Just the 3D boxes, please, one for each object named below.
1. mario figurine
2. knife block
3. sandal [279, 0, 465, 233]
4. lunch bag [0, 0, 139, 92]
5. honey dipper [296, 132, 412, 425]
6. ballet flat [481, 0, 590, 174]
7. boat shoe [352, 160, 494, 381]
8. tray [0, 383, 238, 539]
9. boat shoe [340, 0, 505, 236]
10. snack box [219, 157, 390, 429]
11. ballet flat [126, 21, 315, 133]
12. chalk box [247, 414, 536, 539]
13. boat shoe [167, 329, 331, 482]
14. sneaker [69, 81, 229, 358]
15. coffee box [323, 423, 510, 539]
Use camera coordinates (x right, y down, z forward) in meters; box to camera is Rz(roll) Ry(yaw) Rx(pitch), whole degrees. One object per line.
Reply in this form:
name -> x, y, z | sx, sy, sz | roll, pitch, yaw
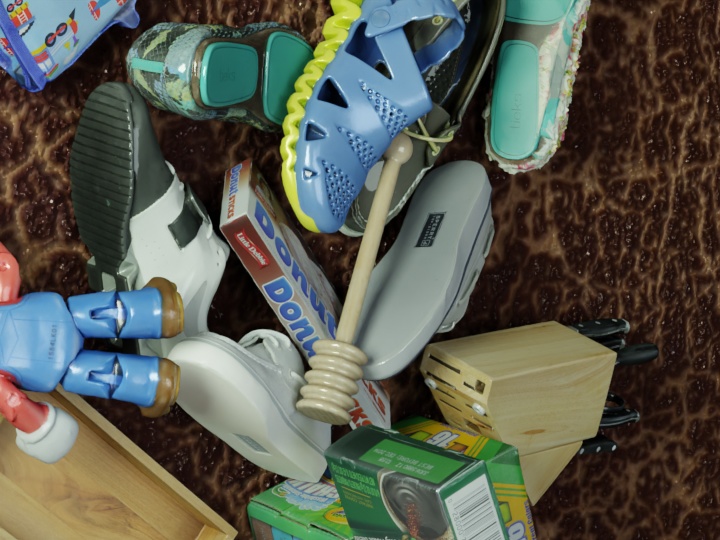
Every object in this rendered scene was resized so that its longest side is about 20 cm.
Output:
mario figurine -> -0.209, 0.037, 1.148 | 0.198, 0.106, 0.124 | 6, 50, -16
knife block -> 0.141, 0.071, 1.410 | 0.176, 0.064, 0.201 | -50, 141, -19
sandal -> 0.008, -0.117, 1.261 | 0.080, 0.086, 0.202 | 54, 52, -65
lunch bag -> -0.189, -0.215, 1.142 | 0.151, 0.094, 0.201 | -51, 136, -20
honey dipper -> 0.000, 0.000, 1.263 | 0.038, 0.038, 0.202 | 28, 68, -37
ballet flat -> 0.130, -0.169, 1.400 | 0.064, 0.075, 0.202 | 2, 103, -68
boat shoe -> 0.046, 0.011, 1.335 | 0.201, 0.071, 0.066 | -67, 145, -42
tray -> -0.176, 0.151, 1.234 | 0.200, 0.037, 0.099 | 46, 70, -34
boat shoe -> 0.038, -0.116, 1.332 | 0.072, 0.060, 0.203 | 31, 79, -36
snack box -> -0.035, 0.023, 1.297 | 0.024, 0.072, 0.201 | -23, 120, 15
ballet flat -> -0.085, -0.127, 1.226 | 0.200, 0.074, 0.075 | 4, 96, -69
chalk box -> 0.010, 0.202, 1.326 | 0.199, 0.123, 0.126 | -26, 112, -31
boat shoe -> -0.063, 0.076, 1.258 | 0.200, 0.071, 0.069 | 46, 57, -53
sneaker -> -0.127, -0.028, 1.219 | 0.088, 0.074, 0.202 | -19, 119, -33
coffee box -> 0.054, 0.201, 1.209 | 0.044, 0.122, 0.202 | -30, 114, -29
